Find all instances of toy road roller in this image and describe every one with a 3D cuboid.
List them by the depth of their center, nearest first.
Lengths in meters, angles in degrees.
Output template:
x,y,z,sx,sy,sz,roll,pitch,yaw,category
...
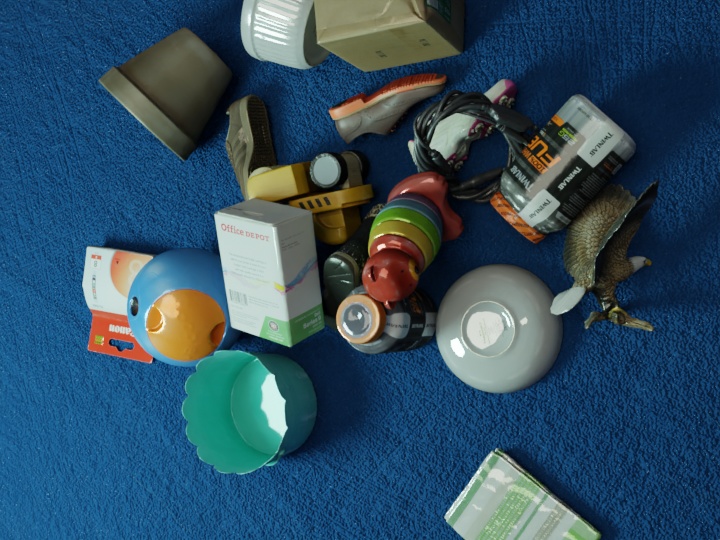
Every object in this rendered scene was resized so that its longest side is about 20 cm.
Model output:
x,y,z,sx,sy,sz,roll,pitch,yaw,category
-0.075,-0.112,1.477,0.199,0.123,0.147,-10,95,24,toy road roller

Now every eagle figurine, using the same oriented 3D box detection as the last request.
x,y,z,sx,sy,sz,roll,pitch,yaw,category
0.353,-0.024,1.273,0.151,0.151,0.201,0,98,35,eagle figurine

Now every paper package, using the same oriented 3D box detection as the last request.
x,y,z,sx,sy,sz,roll,pitch,yaw,category
0.048,-0.390,1.387,0.190,0.200,0.104,-5,86,24,paper package

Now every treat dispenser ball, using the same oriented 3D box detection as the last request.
x,y,z,sx,sy,sz,roll,pitch,yaw,category
-0.292,0.061,1.522,0.200,0.201,0.202,-1,87,25,treat dispenser ball

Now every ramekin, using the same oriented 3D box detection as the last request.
x,y,z,sx,sy,sz,roll,pitch,yaw,category
-0.098,-0.425,1.462,0.105,0.200,0.201,24,98,14,ramekin

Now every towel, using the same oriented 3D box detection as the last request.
x,y,z,sx,sy,sz,roll,pitch,yaw,category
0.242,0.385,1.358,0.200,0.031,0.150,38,105,19,towel

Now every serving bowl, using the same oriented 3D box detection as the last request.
x,y,z,sx,sy,sz,roll,pitch,yaw,category
0.202,0.088,1.366,0.199,0.066,0.201,-1,87,24,serving bowl

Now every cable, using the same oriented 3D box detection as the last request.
x,y,z,sx,sy,sz,roll,pitch,yaw,category
0.160,-0.183,1.349,0.164,0.199,0.051,-60,27,31,cable

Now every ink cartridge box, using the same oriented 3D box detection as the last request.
x,y,z,sx,sy,sz,roll,pitch,yaw,category
-0.142,0.000,1.413,0.145,0.087,0.201,14,120,41,ink cartridge box
-0.450,0.061,1.680,0.161,0.050,0.201,8,88,25,ink cartridge box

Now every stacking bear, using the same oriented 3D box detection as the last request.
x,y,z,sx,sy,sz,roll,pitch,yaw,category
0.062,-0.034,1.310,0.113,0.200,0.122,-6,127,29,stacking bear

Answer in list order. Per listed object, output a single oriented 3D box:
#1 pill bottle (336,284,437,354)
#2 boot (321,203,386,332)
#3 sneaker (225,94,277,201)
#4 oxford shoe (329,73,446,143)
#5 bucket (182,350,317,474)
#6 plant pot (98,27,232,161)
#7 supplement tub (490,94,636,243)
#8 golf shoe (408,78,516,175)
x,y,z,sx,sy,sz,roll,pitch,yaw,category
0.037,0.073,1.369,0.106,0.200,0.107,-1,88,24,pill bottle
0.001,0.000,1.452,0.073,0.204,0.154,28,57,15,boot
-0.195,-0.201,1.575,0.075,0.070,0.201,-10,80,43,sneaker
0.052,-0.265,1.463,0.199,0.071,0.073,-16,110,20,oxford shoe
-0.179,0.230,1.498,0.206,0.135,0.208,-2,86,25,bucket
-0.325,-0.323,1.579,0.200,0.200,0.174,42,88,21,plant pot
0.289,-0.144,1.305,0.123,0.122,0.200,46,105,19,supplement tub
0.154,-0.230,1.401,0.200,0.075,0.092,-46,67,15,golf shoe
